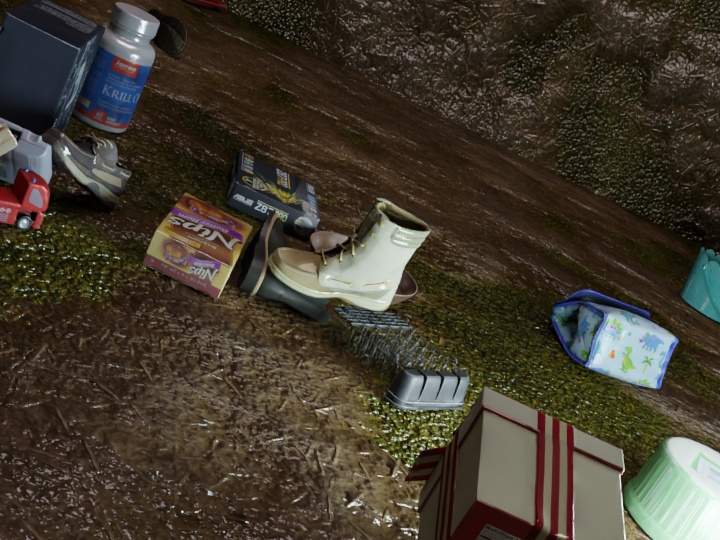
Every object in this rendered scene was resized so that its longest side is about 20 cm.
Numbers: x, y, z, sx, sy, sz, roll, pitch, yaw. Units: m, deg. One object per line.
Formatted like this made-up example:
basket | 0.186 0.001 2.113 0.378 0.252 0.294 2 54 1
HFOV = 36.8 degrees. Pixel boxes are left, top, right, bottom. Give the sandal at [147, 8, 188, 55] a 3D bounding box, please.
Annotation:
sandal | -0.473 -0.580 2.652 0.199 0.082 0.054 34 -3 41

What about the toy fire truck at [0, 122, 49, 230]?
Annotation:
toy fire truck | -0.460 -0.133 1.308 0.198 0.143 0.049 10 24 -42

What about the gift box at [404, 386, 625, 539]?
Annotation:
gift box | 0.143 0.251 1.078 0.182 0.201 0.188 28 33 -7

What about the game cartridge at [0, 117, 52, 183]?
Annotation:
game cartridge | -0.500 -0.170 1.409 0.197 0.042 0.133 24 -18 -7

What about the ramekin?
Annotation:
ramekin | 0.468 0.319 1.479 0.197 0.099 0.201 25 18 -9

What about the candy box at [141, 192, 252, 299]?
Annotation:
candy box | -0.226 -0.038 1.529 0.115 0.057 0.201 26 19 -6

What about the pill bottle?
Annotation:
pill bottle | -0.421 -0.351 1.865 0.111 0.203 0.113 23 18 -8

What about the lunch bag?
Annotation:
lunch bag | 0.460 0.119 1.995 0.167 0.130 0.200 19 6 -16

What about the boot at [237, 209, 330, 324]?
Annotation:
boot | -0.103 0.000 1.592 0.137 0.078 0.201 28 31 -12

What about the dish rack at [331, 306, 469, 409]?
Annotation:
dish rack | 0.050 0.116 1.511 0.152 0.055 0.200 10 23 -47

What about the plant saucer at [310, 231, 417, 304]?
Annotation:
plant saucer | 0.000 0.000 1.784 0.197 0.035 0.201 25 19 -9

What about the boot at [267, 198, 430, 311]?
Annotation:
boot | -0.016 -0.033 1.497 0.197 0.156 0.073 15 35 -23

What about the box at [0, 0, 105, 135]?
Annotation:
box | -0.478 -0.278 1.591 0.116 0.199 0.201 24 18 -11

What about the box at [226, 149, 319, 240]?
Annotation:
box | -0.154 -0.134 1.904 0.159 0.050 0.201 26 17 -13

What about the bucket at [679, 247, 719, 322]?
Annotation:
bucket | 0.955 0.048 2.858 0.204 0.137 0.208 24 18 -8

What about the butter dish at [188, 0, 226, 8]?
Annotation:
butter dish | -0.517 -0.933 3.400 0.199 0.150 0.198 36 19 26

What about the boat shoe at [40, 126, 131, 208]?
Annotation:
boat shoe | -0.377 -0.157 1.492 0.074 0.074 0.200 32 -9 16
